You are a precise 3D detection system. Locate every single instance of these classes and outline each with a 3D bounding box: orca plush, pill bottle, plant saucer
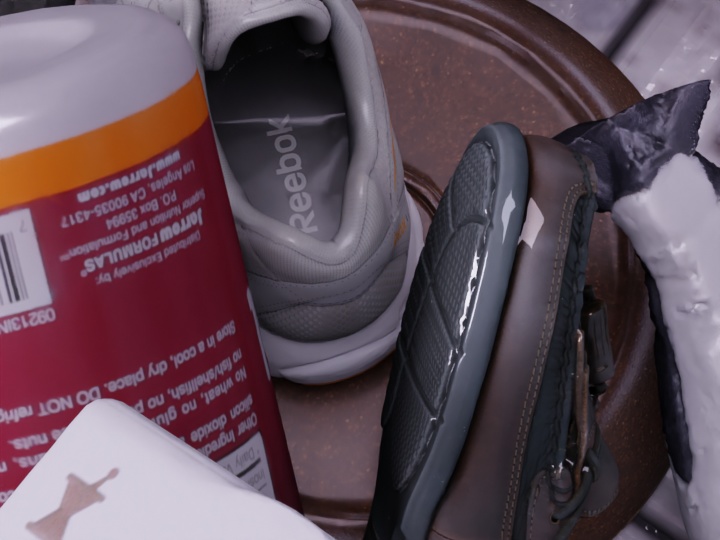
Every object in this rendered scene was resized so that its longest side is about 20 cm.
[{"bbox_3d":[0.098,0.050,0.784,0.105,0.071,0.200,-41,100,-9],"label":"orca plush"},{"bbox_3d":[-0.075,0.044,0.725,0.113,0.113,0.200,-14,106,-6],"label":"pill bottle"},{"bbox_3d":[0.000,0.000,0.818,0.200,0.034,0.201,1,73,-2],"label":"plant saucer"}]

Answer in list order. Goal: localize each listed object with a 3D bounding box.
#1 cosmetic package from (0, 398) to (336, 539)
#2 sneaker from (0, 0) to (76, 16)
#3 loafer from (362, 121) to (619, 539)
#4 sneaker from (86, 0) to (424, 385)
[{"bbox_3d":[-0.010,0.166,0.628,0.166,0.200,0.167,-50,37,-10],"label":"cosmetic package"},{"bbox_3d":[-0.166,-0.067,0.739,0.200,0.091,0.067,5,113,-17],"label":"sneaker"},{"bbox_3d":[0.035,0.058,0.746,0.063,0.072,0.200,10,114,-11],"label":"loafer"},{"bbox_3d":[-0.032,-0.075,0.775,0.076,0.092,0.200,-22,74,-9],"label":"sneaker"}]
